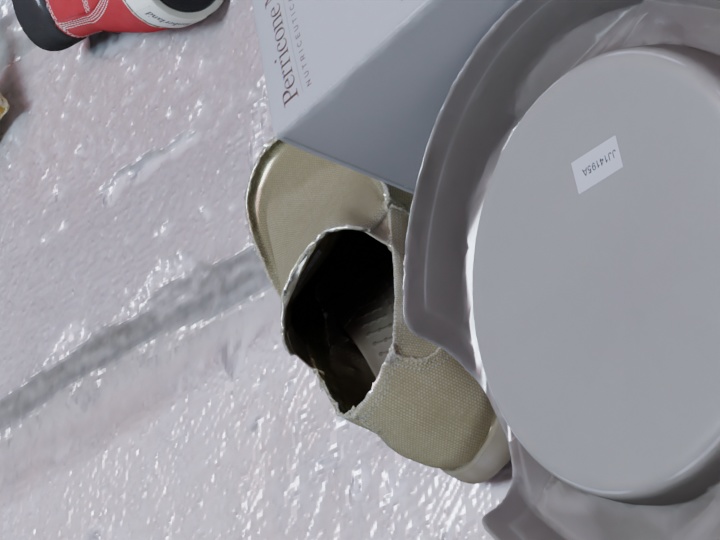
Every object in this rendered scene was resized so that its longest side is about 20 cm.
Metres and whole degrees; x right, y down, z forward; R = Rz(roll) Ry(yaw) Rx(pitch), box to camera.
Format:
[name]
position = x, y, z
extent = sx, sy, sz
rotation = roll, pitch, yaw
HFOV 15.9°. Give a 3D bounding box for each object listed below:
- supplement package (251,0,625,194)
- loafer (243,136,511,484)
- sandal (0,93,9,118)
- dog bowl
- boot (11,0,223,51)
[supplement package]
position = 0.066, -0.126, 0.906
extent = 0.200, 0.117, 0.117
rotation = -40, 46, 35
[loafer]
position = 0.000, 0.000, 0.972
extent = 0.076, 0.068, 0.200
rotation = -57, 38, 16
[sandal]
position = -0.205, -0.068, 1.280
extent = 0.070, 0.078, 0.212
rotation = -5, 75, 30
[dog bowl]
position = 0.097, 0.001, 0.827
extent = 0.200, 0.059, 0.200
rotation = -7, 81, 51
[boot]
position = -0.114, -0.206, 1.215
extent = 0.144, 0.072, 0.200
rotation = -4, 74, 53
